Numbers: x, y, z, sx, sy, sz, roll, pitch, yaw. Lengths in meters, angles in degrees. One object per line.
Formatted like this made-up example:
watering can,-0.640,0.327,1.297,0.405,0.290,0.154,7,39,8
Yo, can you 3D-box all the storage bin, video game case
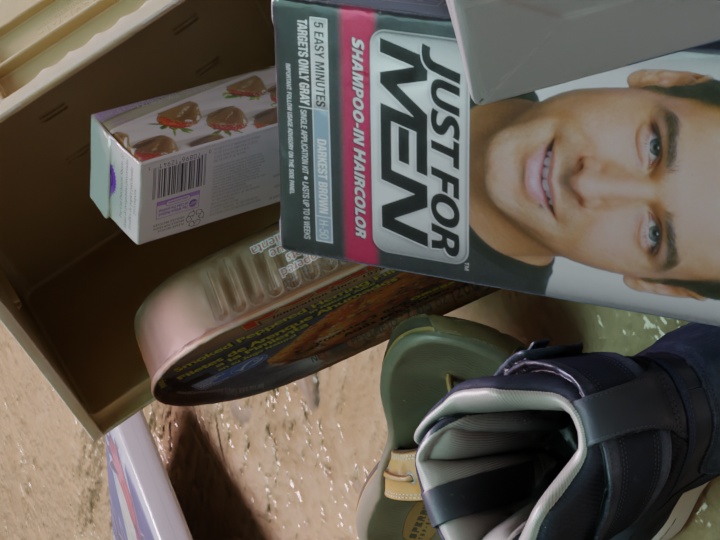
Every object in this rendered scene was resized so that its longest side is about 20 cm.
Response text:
storage bin,-0.086,-0.060,0.888,0.094,0.199,0.200,52,174,37
video game case,-0.117,0.199,1.267,0.182,0.023,0.200,94,157,-48

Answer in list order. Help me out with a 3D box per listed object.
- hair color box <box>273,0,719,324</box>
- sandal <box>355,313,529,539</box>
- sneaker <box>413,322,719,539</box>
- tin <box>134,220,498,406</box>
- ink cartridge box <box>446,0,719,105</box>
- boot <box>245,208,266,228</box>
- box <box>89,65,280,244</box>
hair color box,0.073,-0.047,0.727,0.200,0.061,0.099,10,119,20
sandal,0.038,0.091,0.938,0.200,0.080,0.054,106,175,-50
sneaker,0.074,0.081,0.814,0.077,0.146,0.202,62,151,16
tin,0.000,0.000,0.863,0.042,0.200,0.112,68,-170,13
ink cartridge box,0.068,-0.162,0.685,0.068,0.115,0.200,72,-175,-56
boot,-0.049,-0.018,1.066,0.201,0.071,0.144,54,152,37
box,-0.013,-0.060,0.833,0.039,0.200,0.041,43,139,38
